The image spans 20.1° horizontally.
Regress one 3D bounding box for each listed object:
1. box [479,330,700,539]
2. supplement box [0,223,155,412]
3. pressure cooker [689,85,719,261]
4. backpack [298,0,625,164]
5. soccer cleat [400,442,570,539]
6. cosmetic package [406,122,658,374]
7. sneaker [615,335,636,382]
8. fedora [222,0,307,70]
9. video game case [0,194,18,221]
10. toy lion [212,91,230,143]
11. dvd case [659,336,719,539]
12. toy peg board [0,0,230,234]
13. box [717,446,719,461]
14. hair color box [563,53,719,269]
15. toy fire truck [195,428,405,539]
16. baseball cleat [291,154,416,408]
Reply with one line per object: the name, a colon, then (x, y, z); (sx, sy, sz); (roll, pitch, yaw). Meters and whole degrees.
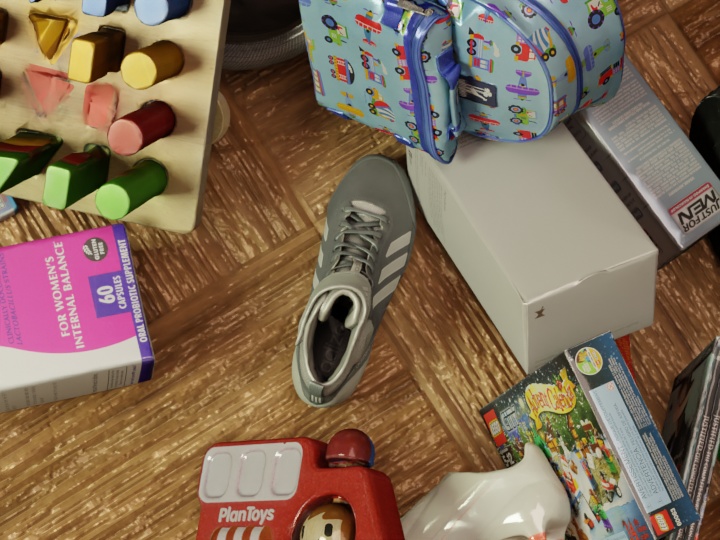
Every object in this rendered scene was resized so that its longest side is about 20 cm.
box: (0.153, 0.132, 1.404); (0.038, 0.200, 0.137); (-23, 81, -18)
supplement box: (-0.252, 0.043, 1.417); (0.200, 0.103, 0.101); (-12, 80, -9)
pressure cooker: (0.363, -0.080, 1.502); (0.200, 0.179, 0.176); (-15, 105, -12)
backpack: (0.076, -0.160, 1.401); (0.200, 0.183, 0.135); (27, 62, 20)
soccer cleat: (0.053, 0.186, 1.425); (0.200, 0.069, 0.078); (-24, 62, 17)
cosmetic package: (0.119, -0.036, 1.454); (0.108, 0.085, 0.200); (-19, 51, -12)
sneaker: (0.177, 0.075, 1.486); (0.073, 0.077, 0.200); (-15, 78, -10)
fedora: (-0.086, -0.241, 1.497); (0.200, 0.090, 0.177); (-6, 103, 16)
video game case: (-0.369, -0.058, 1.466); (0.200, 0.018, 0.143); (-29, 83, -13)
toy lion: (-0.192, -0.189, 1.462); (0.192, 0.069, 0.200); (7, 107, 20)
dvd case: (0.224, 0.158, 1.438); (0.022, 0.146, 0.200); (16, 76, 1)
toy peg board: (-0.204, -0.131, 1.380); (0.200, 0.098, 0.199); (12, 107, 10)
box: (0.385, 0.175, 1.485); (0.176, 0.097, 0.200); (-22, 80, -10)
hair color box: (0.187, -0.098, 1.515); (0.061, 0.099, 0.200); (-34, 84, -15)
toy fire truck: (-0.047, 0.190, 1.371); (0.112, 0.200, 0.168); (21, 68, -40)
baseball cleat: (0.000, 0.000, 1.461); (0.070, 0.106, 0.200); (12, 74, 0)
